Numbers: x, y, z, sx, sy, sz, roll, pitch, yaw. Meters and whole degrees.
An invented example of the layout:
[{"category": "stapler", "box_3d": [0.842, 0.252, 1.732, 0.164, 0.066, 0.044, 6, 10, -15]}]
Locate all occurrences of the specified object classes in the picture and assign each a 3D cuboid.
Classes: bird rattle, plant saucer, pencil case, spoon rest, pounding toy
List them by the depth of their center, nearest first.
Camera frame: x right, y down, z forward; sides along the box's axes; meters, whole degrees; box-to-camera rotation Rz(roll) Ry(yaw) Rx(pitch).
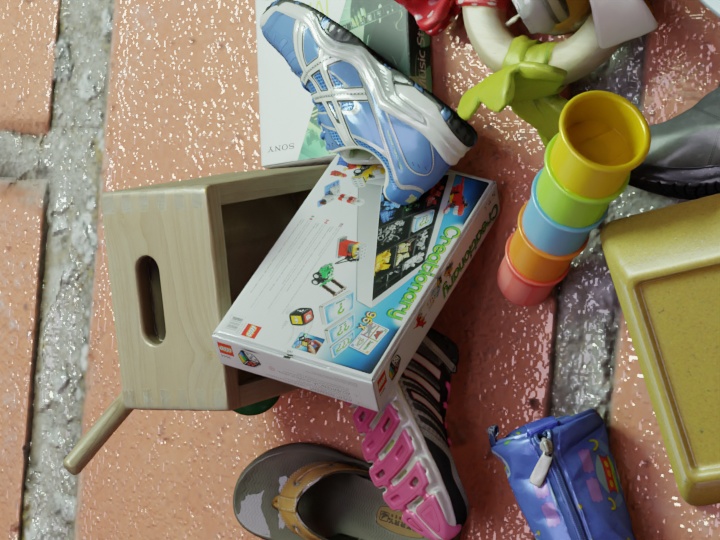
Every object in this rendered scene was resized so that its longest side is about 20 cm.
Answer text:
[{"category": "plant saucer", "box_3d": [0.254, 0.050, 1.231, 0.199, 0.048, 0.202, -14, 99, 34]}, {"category": "spoon rest", "box_3d": [0.146, -0.246, 1.294, 0.099, 0.061, 0.202, -20, 62, 11]}, {"category": "pencil case", "box_3d": [0.150, 0.188, 1.313, 0.077, 0.087, 0.202, -20, 76, 11]}, {"category": "bird rattle", "box_3d": [0.117, -0.184, 1.370, 0.162, 0.112, 0.201, -34, 56, 18]}, {"category": "pounding toy", "box_3d": [-0.117, 0.035, 1.442, 0.141, 0.183, 0.202, -2, 97, 35]}]

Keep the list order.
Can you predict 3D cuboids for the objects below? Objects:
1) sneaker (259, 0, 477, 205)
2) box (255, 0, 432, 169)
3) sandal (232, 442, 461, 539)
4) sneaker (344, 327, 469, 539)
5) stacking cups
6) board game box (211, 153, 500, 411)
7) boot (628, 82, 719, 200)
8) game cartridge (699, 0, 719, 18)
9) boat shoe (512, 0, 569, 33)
[{"category": "sneaker", "box_3d": [-0.010, -0.124, 1.400, 0.200, 0.076, 0.077, 41, 98, 31]}, {"category": "box", "box_3d": [-0.015, -0.182, 1.479, 0.143, 0.036, 0.202, -6, 85, 36]}, {"category": "sandal", "box_3d": [-0.019, 0.178, 1.453, 0.199, 0.054, 0.083, 13, 96, 35]}, {"category": "sneaker", "box_3d": [0.040, 0.091, 1.394, 0.201, 0.087, 0.074, 64, 148, 18]}, {"category": "stacking cups", "box_3d": [0.134, -0.035, 1.294, 0.061, 0.060, 0.201, 58, 155, 23]}, {"category": "board game box", "box_3d": [0.000, 0.000, 1.368, 0.125, 0.201, 0.035, 16, 141, 24]}, {"category": "boot", "box_3d": [0.239, -0.112, 1.284, 0.198, 0.070, 0.133, 9, 87, 28]}, {"category": "game cartridge", "box_3d": [0.245, -0.251, 1.269, 0.133, 0.040, 0.201, -38, 52, 25]}, {"category": "boat shoe", "box_3d": [0.077, -0.220, 1.312, 0.068, 0.075, 0.201, -30, 48, 6]}]
